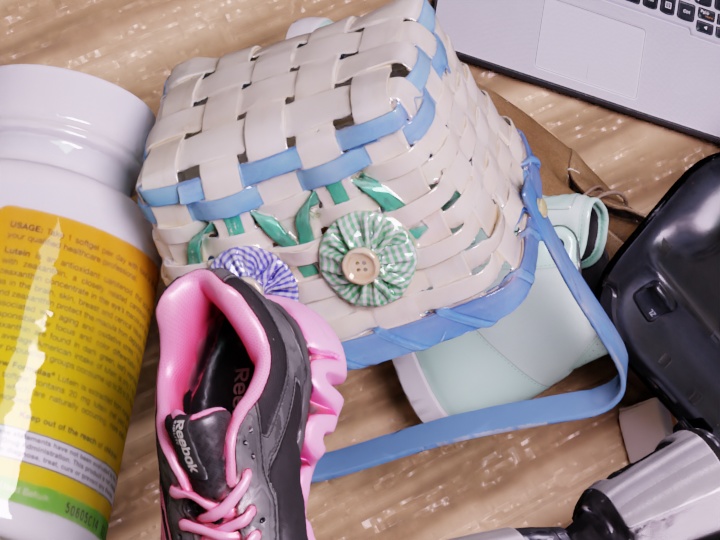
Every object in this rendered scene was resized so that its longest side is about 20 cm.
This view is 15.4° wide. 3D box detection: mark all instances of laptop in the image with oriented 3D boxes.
[{"bbox_3d":[0.151,-0.188,1.291,0.186,0.116,0.201,16,70,-17],"label":"laptop"}]

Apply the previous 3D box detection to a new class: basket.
[{"bbox_3d":[0.000,0.000,1.120,0.201,0.175,0.140,58,25,-34],"label":"basket"}]

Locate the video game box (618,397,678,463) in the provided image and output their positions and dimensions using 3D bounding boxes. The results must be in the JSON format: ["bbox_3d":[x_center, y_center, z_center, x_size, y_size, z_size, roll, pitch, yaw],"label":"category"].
[{"bbox_3d":[0.232,0.143,1.276,0.181,0.047,0.201,-11,80,-23],"label":"video game box"}]

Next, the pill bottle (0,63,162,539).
[{"bbox_3d":[-0.144,0.022,1.112,0.110,0.111,0.201,17,70,-18],"label":"pill bottle"}]

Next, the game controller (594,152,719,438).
[{"bbox_3d":[0.188,0.040,1.200,0.200,0.042,0.105,46,72,-29],"label":"game controller"}]

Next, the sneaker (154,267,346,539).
[{"bbox_3d":[-0.049,0.090,0.977,0.078,0.095,0.201,-11,64,13],"label":"sneaker"}]

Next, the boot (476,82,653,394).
[{"bbox_3d":[0.103,-0.027,1.251,0.200,0.075,0.074,42,66,-6],"label":"boot"}]

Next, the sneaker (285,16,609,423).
[{"bbox_3d":[0.048,-0.038,1.199,0.202,0.118,0.074,65,25,-3],"label":"sneaker"}]

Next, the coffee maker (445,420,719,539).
[{"bbox_3d":[0.094,0.188,1.149,0.199,0.135,0.193,-19,102,-12],"label":"coffee maker"}]

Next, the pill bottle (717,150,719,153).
[{"bbox_3d":[0.251,-0.055,1.300,0.200,0.110,0.110,-41,93,-26],"label":"pill bottle"}]
